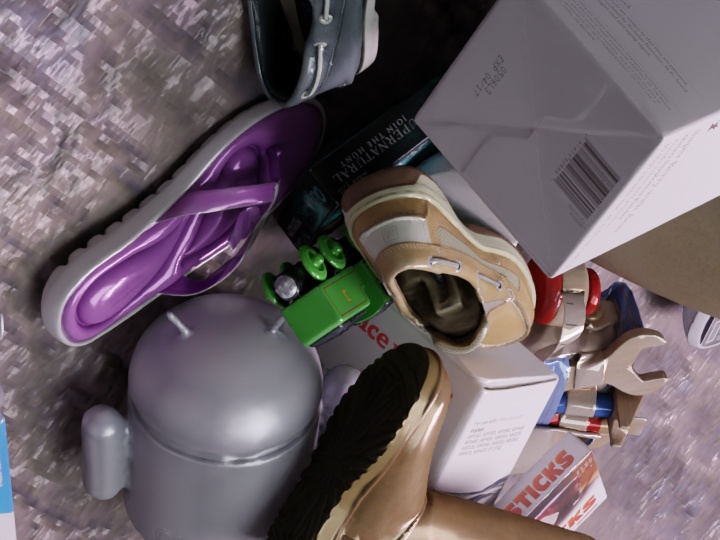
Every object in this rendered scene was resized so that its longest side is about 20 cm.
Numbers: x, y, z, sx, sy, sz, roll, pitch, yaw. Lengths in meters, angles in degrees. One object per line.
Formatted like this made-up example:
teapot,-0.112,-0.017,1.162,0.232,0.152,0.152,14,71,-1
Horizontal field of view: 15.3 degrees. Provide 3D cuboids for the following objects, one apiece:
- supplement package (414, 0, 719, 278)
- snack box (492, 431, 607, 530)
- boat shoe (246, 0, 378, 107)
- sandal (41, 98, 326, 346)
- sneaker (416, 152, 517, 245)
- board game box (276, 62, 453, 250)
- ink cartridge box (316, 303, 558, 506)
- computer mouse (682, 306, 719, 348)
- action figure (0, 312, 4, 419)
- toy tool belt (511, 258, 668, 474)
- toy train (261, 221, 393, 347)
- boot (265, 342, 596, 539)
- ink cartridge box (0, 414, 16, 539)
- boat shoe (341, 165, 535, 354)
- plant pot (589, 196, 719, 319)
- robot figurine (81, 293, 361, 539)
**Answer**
supplement package,0.153,-0.101,1.441,0.200,0.120,0.121,-25,158,-45
snack box,0.073,0.189,1.660,0.200,0.024,0.072,-44,151,-12
boat shoe,-0.032,-0.160,1.402,0.062,0.073,0.200,-38,151,-21
sandal,-0.088,-0.019,1.501,0.203,0.050,0.082,-40,148,-14
sneaker,0.079,-0.062,1.580,0.089,0.075,0.200,-60,175,-5
board game box,0.045,-0.089,1.541,0.200,0.028,0.135,-37,177,-14
ink cartridge box,0.013,0.107,1.659,0.084,0.145,0.200,-4,127,-49
computer mouse,0.294,0.002,1.968,0.200,0.044,0.110,-17,141,-46
action figure,-0.228,0.024,1.250,0.069,0.200,0.130,-3,126,-46
toy tool belt,0.143,0.058,1.758,0.123,0.125,0.200,4,142,-19
toy train,0.000,0.000,1.554,0.042,0.056,0.200,-36,178,24
boot,0.062,0.141,1.563,0.200,0.066,0.175,22,115,-30
ink cartridge box,-0.287,0.146,1.414,0.200,0.086,0.147,-27,141,-27
boat shoe,0.049,0.015,1.497,0.072,0.076,0.200,-28,150,18
plant pot,0.223,-0.051,1.686,0.187,0.200,0.187,-30,143,-26
robot figurine,-0.081,0.094,1.566,0.169,0.113,0.200,-12,136,-18
